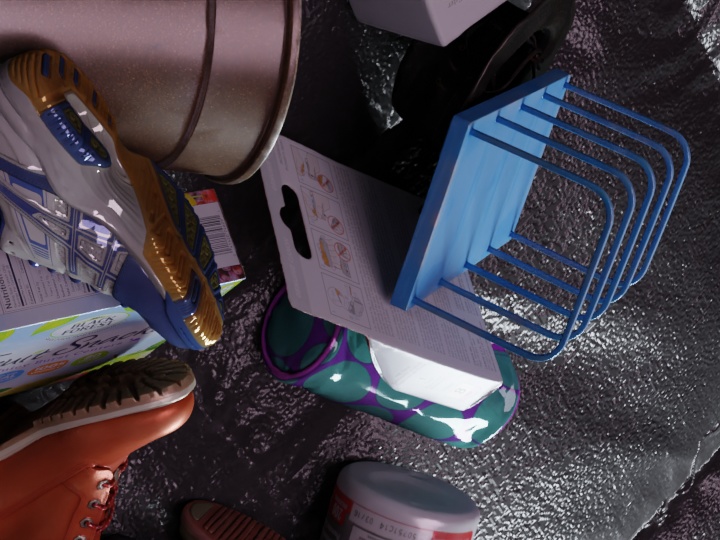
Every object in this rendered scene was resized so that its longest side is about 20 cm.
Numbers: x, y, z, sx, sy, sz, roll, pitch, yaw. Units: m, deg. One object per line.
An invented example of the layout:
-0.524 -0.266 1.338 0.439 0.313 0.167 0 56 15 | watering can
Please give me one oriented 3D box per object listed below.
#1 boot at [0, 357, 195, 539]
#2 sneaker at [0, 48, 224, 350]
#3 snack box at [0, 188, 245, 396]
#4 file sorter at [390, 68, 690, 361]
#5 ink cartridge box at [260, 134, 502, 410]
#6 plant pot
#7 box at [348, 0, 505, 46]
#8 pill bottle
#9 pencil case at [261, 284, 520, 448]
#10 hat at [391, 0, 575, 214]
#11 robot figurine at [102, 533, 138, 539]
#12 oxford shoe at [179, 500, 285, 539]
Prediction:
-0.171 0.124 1.059 0.107 0.200 0.075 62 27 -9 | boot
-0.151 -0.028 0.916 0.088 0.075 0.200 -25 120 16 | sneaker
-0.196 0.024 1.008 0.200 0.169 0.068 -14 77 -37 | snack box
0.131 -0.038 1.157 0.200 0.123 0.139 -32 144 -60 | file sorter
0.000 0.000 1.162 0.200 0.163 0.057 17 134 -37 | ink cartridge box
-0.165 -0.148 0.969 0.198 0.200 0.201 -3 109 -28 | plant pot
0.048 -0.278 1.122 0.152 0.106 0.200 -36 125 -21 | box
0.011 0.259 1.293 0.114 0.114 0.200 10 101 -38 | pill bottle
0.025 0.066 1.249 0.200 0.085 0.093 22 96 -39 | pencil case
0.074 -0.140 1.199 0.201 0.081 0.201 -54 170 -14 | hat
-0.129 0.257 1.116 0.200 0.150 0.125 26 81 -32 | robot figurine
-0.062 0.249 1.217 0.074 0.200 0.071 -52 172 22 | oxford shoe
